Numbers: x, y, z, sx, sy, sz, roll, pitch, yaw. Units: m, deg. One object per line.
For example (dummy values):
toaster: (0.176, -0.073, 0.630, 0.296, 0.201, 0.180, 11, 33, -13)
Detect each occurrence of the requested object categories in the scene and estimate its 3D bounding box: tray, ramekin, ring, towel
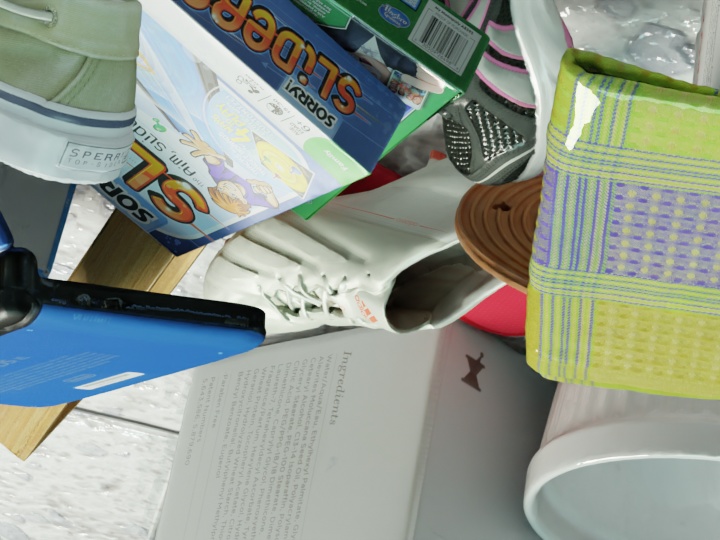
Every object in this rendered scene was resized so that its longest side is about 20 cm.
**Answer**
tray: (-0.112, 0.005, 1.107, 0.037, 0.099, 0.200, 41, 137, -1)
ramekin: (0.189, 0.088, 1.190, 0.200, 0.105, 0.200, 10, 154, 5)
ring: (0.137, -0.005, 0.965, 0.200, 0.200, 0.019, 9, 111, 5)
towel: (0.129, -0.005, 0.791, 0.143, 0.023, 0.200, 8, 150, 7)

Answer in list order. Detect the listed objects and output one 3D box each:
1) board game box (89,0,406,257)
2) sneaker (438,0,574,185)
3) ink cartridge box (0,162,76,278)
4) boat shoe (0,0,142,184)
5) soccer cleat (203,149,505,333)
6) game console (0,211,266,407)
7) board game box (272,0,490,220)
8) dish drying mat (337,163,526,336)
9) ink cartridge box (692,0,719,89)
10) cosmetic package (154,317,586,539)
board game box: (-0.098, -0.091, 0.826, 0.200, 0.034, 0.135, 40, 149, -20)
sneaker: (0.029, -0.104, 0.882, 0.086, 0.080, 0.200, -18, 142, -8)
ink cartridge box: (-0.186, -0.018, 1.116, 0.068, 0.116, 0.200, 18, 152, -11)
boat shoe: (-0.144, -0.092, 0.767, 0.200, 0.062, 0.072, 27, -165, 29)
soccer cleat: (0.000, 0.000, 1.083, 0.200, 0.078, 0.069, -21, 140, 36)
game console: (-0.155, -0.019, 0.940, 0.171, 0.119, 0.200, 8, 166, -33)
board game box: (-0.068, -0.105, 0.845, 0.200, 0.029, 0.135, 34, 151, -12)
dish drying mat: (0.025, -0.015, 1.148, 0.200, 0.018, 0.077, 29, 147, -32)
ink cartridge box: (0.167, -0.082, 0.817, 0.084, 0.146, 0.200, 9, 154, 3)
cosmetic package: (0.015, 0.140, 1.286, 0.200, 0.165, 0.165, -12, 146, 42)
